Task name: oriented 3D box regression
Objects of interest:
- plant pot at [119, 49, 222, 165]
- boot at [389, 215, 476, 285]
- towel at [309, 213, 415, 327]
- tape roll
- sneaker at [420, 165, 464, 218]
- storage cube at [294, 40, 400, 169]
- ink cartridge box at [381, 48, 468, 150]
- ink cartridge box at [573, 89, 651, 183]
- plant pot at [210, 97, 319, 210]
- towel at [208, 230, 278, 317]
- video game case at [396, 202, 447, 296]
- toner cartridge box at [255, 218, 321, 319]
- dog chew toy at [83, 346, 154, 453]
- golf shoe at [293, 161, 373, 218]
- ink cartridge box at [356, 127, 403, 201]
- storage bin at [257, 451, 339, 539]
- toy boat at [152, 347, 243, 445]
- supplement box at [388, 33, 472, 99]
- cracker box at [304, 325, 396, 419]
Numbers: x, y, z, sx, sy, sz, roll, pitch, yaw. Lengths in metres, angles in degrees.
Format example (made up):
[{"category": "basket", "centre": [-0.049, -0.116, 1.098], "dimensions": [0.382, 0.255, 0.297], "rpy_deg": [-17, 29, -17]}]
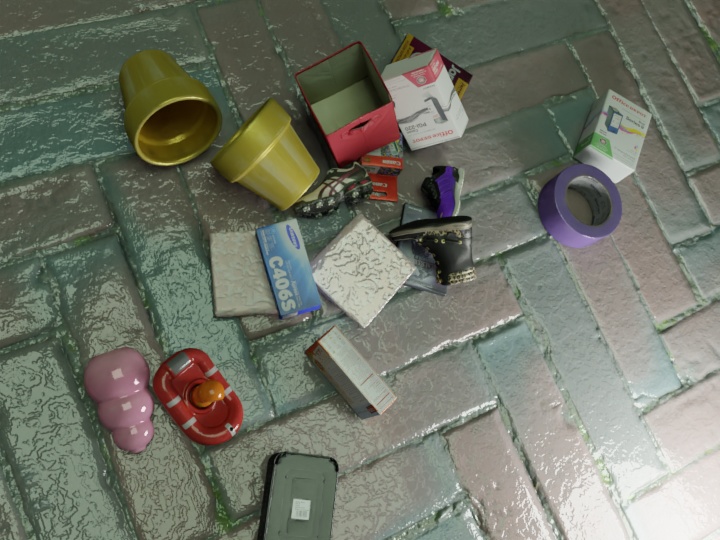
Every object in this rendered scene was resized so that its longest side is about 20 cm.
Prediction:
[{"category": "plant pot", "centre": [-0.425, -0.364, 1.504], "dimensions": [0.199, 0.201, 0.190], "rpy_deg": [-22, 66, -21]}, {"category": "boot", "centre": [0.173, -0.043, 1.618], "dimensions": [0.198, 0.073, 0.152], "rpy_deg": [-7, 108, 19]}, {"category": "towel", "centre": [0.000, 0.000, 1.591], "dimensions": [0.191, 0.032, 0.200], "rpy_deg": [43, 71, 2]}, {"category": "tape roll", "centre": [0.567, -0.166, 1.799], "dimensions": [0.198, 0.085, 0.203], "rpy_deg": [5, 74, -16]}, {"category": "sneaker", "centre": [0.191, -0.178, 1.693], "dimensions": [0.098, 0.070, 0.202], "rpy_deg": [16, 53, -2]}, {"category": "storage cube", "centre": [-0.025, -0.375, 1.594], "dimensions": [0.170, 0.180, 0.201], "rpy_deg": [-27, 71, 1]}, {"category": "ink cartridge box", "centre": [0.150, -0.402, 1.661], "dimensions": [0.201, 0.144, 0.085], "rpy_deg": [56, 40, -33]}, {"category": "ink cartridge box", "centre": [0.686, -0.366, 1.891], "dimensions": [0.144, 0.088, 0.201], "rpy_deg": [29, 67, -6]}, {"category": "plant pot", "centre": [-0.198, -0.245, 1.544], "dimensions": [0.189, 0.200, 0.202], "rpy_deg": [43, 67, -17]}, {"category": "towel", "centre": [-0.232, 0.004, 1.539], "dimensions": [0.198, 0.032, 0.193], "rpy_deg": [-4, 75, -18]}, {"category": "video game case", "centre": [0.155, -0.051, 1.678], "dimensions": [0.141, 0.019, 0.202], "rpy_deg": [15, 70, -12]}, {"category": "toner cartridge box", "centre": [-0.158, -0.004, 1.519], "dimensions": [0.094, 0.043, 0.202], "rpy_deg": [-15, 79, -15]}, {"category": "dog chew toy", "centre": [-0.460, 0.255, 1.355], "dimensions": [0.123, 0.124, 0.202], "rpy_deg": [-16, 88, -20]}, {"category": "golf shoe", "centre": [-0.070, -0.184, 1.621], "dimensions": [0.198, 0.077, 0.089], "rpy_deg": [-21, 69, -15]}, {"category": "ink cartridge box", "centre": [0.047, -0.274, 1.692], "dimensions": [0.108, 0.050, 0.202], "rpy_deg": [4, 73, -15]}, {"category": "storage bin", "centre": [-0.126, 0.474, 1.401], "dimensions": [0.134, 0.094, 0.202], "rpy_deg": [11, 71, -14]}, {"category": "toy boat", "centre": [-0.308, 0.249, 1.376], "dimensions": [0.130, 0.130, 0.201], "rpy_deg": [-40, 100, -35]}, {"category": "supplement box", "centre": [0.160, -0.474, 1.757], "dimensions": [0.199, 0.103, 0.132], "rpy_deg": [30, 67, -7]}, {"category": "cracker box", "centre": [-0.023, 0.220, 1.483], "dimensions": [0.058, 0.134, 0.200], "rpy_deg": [-39, 89, -23]}]
